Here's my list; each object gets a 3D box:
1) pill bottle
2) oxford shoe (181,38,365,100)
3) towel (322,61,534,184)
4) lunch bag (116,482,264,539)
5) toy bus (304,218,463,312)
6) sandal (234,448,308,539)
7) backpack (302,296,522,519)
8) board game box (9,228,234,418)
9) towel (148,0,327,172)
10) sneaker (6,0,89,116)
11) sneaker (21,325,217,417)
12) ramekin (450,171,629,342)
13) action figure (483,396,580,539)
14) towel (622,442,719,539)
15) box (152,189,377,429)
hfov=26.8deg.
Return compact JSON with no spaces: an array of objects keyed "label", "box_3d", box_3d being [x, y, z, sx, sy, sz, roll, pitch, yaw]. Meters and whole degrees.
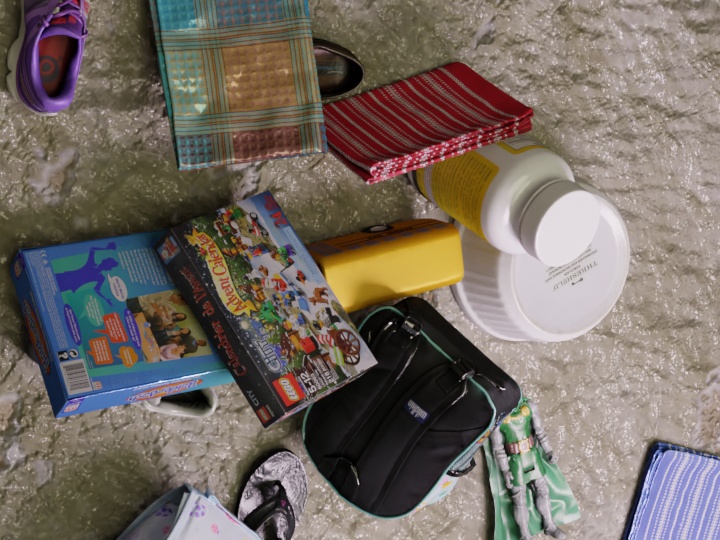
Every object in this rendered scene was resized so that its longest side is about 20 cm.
[{"label":"pill bottle","box_3d":[0.144,-0.084,1.514,0.111,0.200,0.112,-19,127,-27]},{"label":"oxford shoe","box_3d":[-0.086,-0.192,1.441,0.199,0.084,0.073,-10,108,-26]},{"label":"towel","box_3d":[0.054,-0.151,1.495,0.199,0.145,0.023,-20,130,-25]},{"label":"lunch bag","box_3d":[-0.173,0.327,1.471,0.200,0.127,0.170,-46,113,-5]},{"label":"toy bus","box_3d":[0.000,0.000,1.534,0.199,0.078,0.065,-14,108,-26]},{"label":"sandal","box_3d":[-0.103,0.282,1.558,0.075,0.048,0.201,24,90,-31]},{"label":"backpack","box_3d":[0.047,0.146,1.535,0.200,0.176,0.153,-53,165,15]},{"label":"board game box","box_3d":[-0.205,0.042,1.395,0.199,0.045,0.153,-9,68,-31]},{"label":"towel","box_3d":[-0.114,-0.198,1.396,0.146,0.022,0.201,-8,85,-7]},{"label":"sneaker","box_3d":[-0.262,-0.235,1.332,0.080,0.083,0.201,-2,101,-29]},{"label":"sneaker","box_3d":[-0.219,0.088,1.428,0.199,0.088,0.074,22,92,-30]},{"label":"ramekin","box_3d":[0.200,-0.016,1.634,0.202,0.094,0.203,-7,104,-28]},{"label":"action figure","box_3d":[0.182,0.215,1.703,0.118,0.055,0.201,-22,107,-21]},{"label":"towel","box_3d":[0.415,0.296,1.866,0.199,0.024,0.145,15,95,-31]},{"label":"box","box_3d":[-0.087,0.033,1.415,0.136,0.038,0.200,-26,80,-47]}]
